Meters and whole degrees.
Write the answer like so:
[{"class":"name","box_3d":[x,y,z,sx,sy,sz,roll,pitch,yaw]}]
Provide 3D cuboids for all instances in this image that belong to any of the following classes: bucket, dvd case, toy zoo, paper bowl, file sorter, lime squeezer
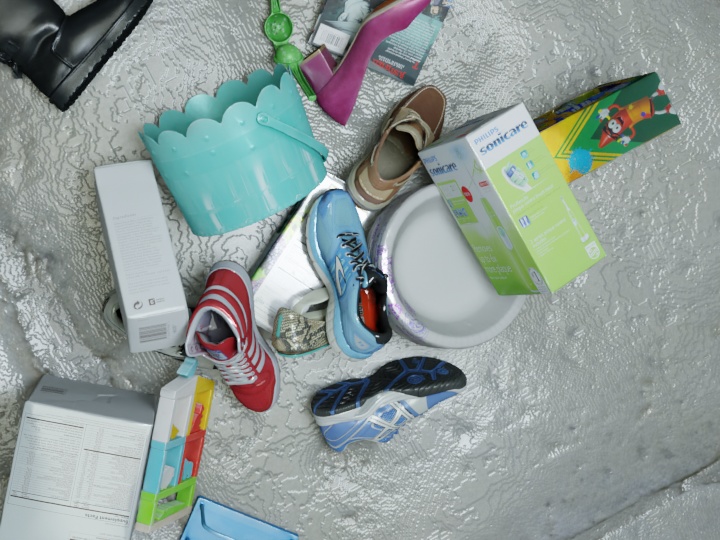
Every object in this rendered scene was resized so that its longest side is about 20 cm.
[{"class":"bucket","box_3d":[-0.142,-0.139,1.493,0.207,0.207,0.135,-26,108,-6]},{"class":"dvd case","box_3d":[0.040,-0.337,1.552,0.145,0.022,0.201,20,115,-9]},{"class":"toy zoo","box_3d":[-0.217,0.203,1.543,0.020,0.131,0.201,12,93,14]},{"class":"paper bowl","box_3d":[0.100,-0.005,1.574,0.200,0.104,0.202,1,88,-20]},{"class":"file sorter","box_3d":[-0.171,0.404,1.570,0.138,0.123,0.201,24,90,-10]},{"class":"lime squeezer","box_3d":[-0.086,-0.279,1.544,0.038,0.071,0.201,-6,72,-31]}]

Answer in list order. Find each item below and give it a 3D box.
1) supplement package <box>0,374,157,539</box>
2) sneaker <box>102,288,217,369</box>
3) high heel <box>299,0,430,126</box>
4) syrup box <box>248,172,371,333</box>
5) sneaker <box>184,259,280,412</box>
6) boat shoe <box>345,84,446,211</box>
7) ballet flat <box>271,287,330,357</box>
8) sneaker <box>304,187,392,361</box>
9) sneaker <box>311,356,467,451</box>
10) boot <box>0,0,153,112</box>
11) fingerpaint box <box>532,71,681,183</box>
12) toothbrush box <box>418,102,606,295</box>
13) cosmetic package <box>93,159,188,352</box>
[{"class":"supplement package","box_3d":[-0.327,0.244,1.497,0.146,0.191,0.201,12,92,-8]},{"class":"sneaker","box_3d":[-0.215,0.077,1.555,0.199,0.088,0.074,15,91,-11]},{"class":"high heel","box_3d":[0.023,-0.256,1.539,0.200,0.067,0.096,-31,104,22]},{"class":"syrup box","box_3d":[-0.071,-0.020,1.571,0.081,0.079,0.200,33,89,-9]},{"class":"sneaker","box_3d":[-0.148,0.101,1.491,0.071,0.113,0.201,-8,117,14]},{"class":"boat shoe","box_3d":[0.057,-0.154,1.549,0.076,0.072,0.200,36,57,-10]},{"class":"ballet flat","box_3d":[-0.028,0.055,1.543,0.200,0.068,0.076,-6,104,-49]},{"class":"sneaker","box_3d":[0.000,0.000,1.482,0.078,0.090,0.201,-12,86,-36]},{"class":"sneaker","box_3d":[0.038,0.166,1.616,0.199,0.076,0.077,-15,119,-7]},{"class":"boot","box_3d":[-0.358,-0.303,1.512,0.162,0.073,0.198,40,89,-6]},{"class":"fingerpaint box","box_3d":[0.263,-0.166,1.549,0.166,0.200,0.074,-28,97,-5]},{"class":"toothbrush box","box_3d":[0.171,-0.077,1.471,0.086,0.146,0.201,-32,99,-17]},{"class":"cosmetic package","box_3d":[-0.253,-0.017,1.488,0.074,0.102,0.201,-10,65,-13]}]
